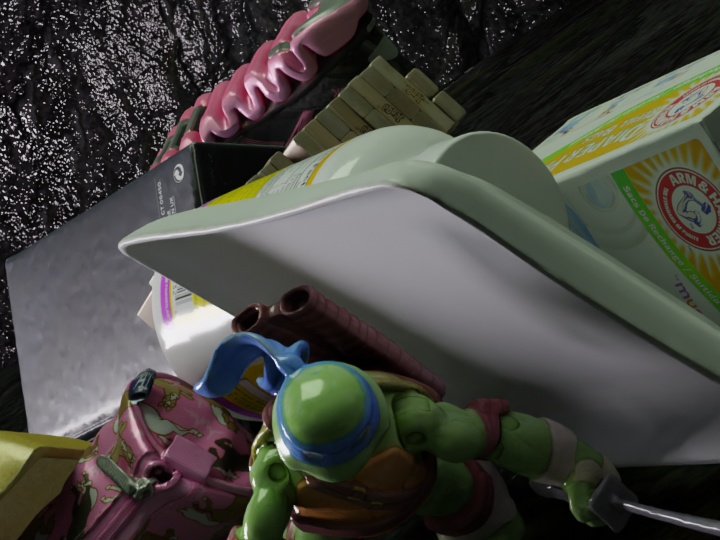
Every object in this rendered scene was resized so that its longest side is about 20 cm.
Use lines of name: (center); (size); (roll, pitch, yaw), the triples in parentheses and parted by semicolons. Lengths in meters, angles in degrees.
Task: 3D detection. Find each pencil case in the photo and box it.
pencil case: (-0.123, 0.137, 1.077); (0.200, 0.086, 0.083); (-49, 40, 17)

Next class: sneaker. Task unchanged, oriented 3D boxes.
sneaker: (-0.044, -0.069, 1.376); (0.200, 0.095, 0.079); (-37, 20, 33)

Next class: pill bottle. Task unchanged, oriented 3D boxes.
pill bottle: (0.000, 0.000, 1.045); (0.104, 0.105, 0.200); (-39, 12, -33)

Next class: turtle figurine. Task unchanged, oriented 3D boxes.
turtle figurine: (0.021, 0.111, 0.884); (0.144, 0.199, 0.194); (-58, -11, -8)

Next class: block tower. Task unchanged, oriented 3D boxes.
block tower: (-0.029, -0.027, 1.209); (0.200, 0.054, 0.058); (-46, -5, -40)

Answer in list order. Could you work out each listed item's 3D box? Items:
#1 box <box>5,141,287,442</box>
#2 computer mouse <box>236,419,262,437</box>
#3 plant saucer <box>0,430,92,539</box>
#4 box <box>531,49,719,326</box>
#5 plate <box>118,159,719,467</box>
box: (-0.056, 0.019, 1.346); (0.199, 0.124, 0.198); (1, -19, -39)
computer mouse: (-0.103, 0.142, 1.251); (0.200, 0.053, 0.138); (-39, -24, 3)
plant saucer: (-0.205, 0.140, 1.122); (0.200, 0.048, 0.200); (-48, -7, -1)
box: (0.141, -0.020, 1.042); (0.101, 0.113, 0.200); (-39, 9, -32)
plate: (0.040, 0.015, 0.883); (0.200, 0.199, 0.033); (-9, 55, 58)
